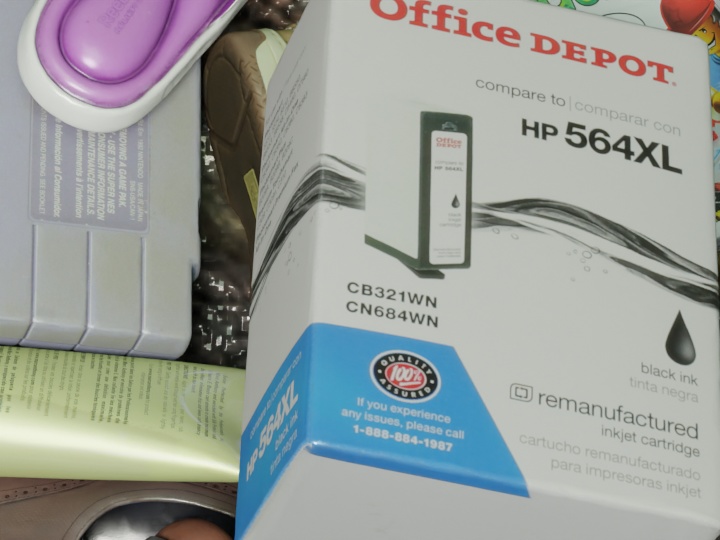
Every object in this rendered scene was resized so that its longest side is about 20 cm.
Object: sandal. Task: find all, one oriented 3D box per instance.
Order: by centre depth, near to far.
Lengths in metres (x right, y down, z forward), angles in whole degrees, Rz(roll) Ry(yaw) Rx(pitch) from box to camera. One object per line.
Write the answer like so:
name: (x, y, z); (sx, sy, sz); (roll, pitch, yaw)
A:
sandal: (-0.063, -0.138, 1.062); (0.082, 0.050, 0.203); (28, 60, -9)

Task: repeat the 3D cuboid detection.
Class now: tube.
tube: (-0.129, 0.053, 1.008); (0.199, 0.052, 0.058); (2, 69, -3)

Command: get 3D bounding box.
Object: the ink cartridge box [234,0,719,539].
ink cartridge box: (0.041, 0.005, 0.941); (0.146, 0.084, 0.201); (11, 56, -13)

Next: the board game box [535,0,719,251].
board game box: (0.106, -0.064, 1.074); (0.199, 0.035, 0.127); (-19, 78, -23)

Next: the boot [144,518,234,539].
boot: (0.026, 0.087, 0.989); (0.200, 0.188, 0.068); (-48, 41, -12)

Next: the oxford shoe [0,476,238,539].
oxford shoe: (-0.127, 0.103, 1.010); (0.199, 0.073, 0.071); (-12, 101, -7)

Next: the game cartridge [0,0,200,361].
game cartridge: (-0.124, -0.066, 1.055); (0.129, 0.038, 0.201); (9, 65, -22)

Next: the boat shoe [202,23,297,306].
boat shoe: (0.000, 0.000, 1.058); (0.076, 0.072, 0.201); (-9, 83, -26)

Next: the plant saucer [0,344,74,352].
plant saucer: (-0.199, -0.004, 1.060); (0.199, 0.032, 0.201); (1, 75, -4)
